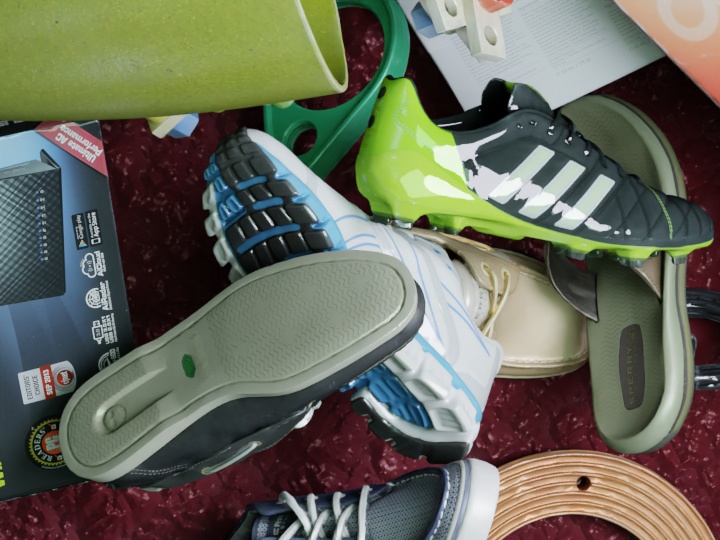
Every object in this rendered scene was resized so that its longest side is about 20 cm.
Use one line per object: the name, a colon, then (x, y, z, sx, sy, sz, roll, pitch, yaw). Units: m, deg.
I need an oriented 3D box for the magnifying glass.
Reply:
magnifying glass: (-0.031, -0.058, 1.439, 0.022, 0.080, 0.200, 40, 66, -54)

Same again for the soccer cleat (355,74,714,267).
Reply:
soccer cleat: (0.093, -0.049, 1.382, 0.200, 0.068, 0.081, 9, 93, -25)

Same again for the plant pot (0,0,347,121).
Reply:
plant pot: (-0.128, -0.144, 1.278, 0.200, 0.187, 0.187, -16, 100, 7)

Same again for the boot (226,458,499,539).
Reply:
boot: (-0.007, 0.140, 1.422, 0.090, 0.200, 0.073, 20, 57, -15)

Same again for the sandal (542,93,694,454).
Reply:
sandal: (0.130, -0.004, 1.463, 0.057, 0.080, 0.201, 11, 61, -34)

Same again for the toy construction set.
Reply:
toy construction set: (-0.020, -0.142, 1.398, 0.092, 0.200, 0.131, 44, 43, -52)

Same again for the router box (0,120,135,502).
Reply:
router box: (-0.194, 0.018, 1.395, 0.150, 0.062, 0.200, -13, 114, -13)

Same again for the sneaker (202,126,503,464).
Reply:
sneaker: (0.000, 0.000, 1.401, 0.200, 0.075, 0.087, 52, 47, -18)

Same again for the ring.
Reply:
ring: (0.111, 0.197, 1.546, 0.200, 0.019, 0.201, -2, 97, -15)

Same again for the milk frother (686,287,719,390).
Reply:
milk frother: (0.240, -0.032, 1.475, 0.200, 0.180, 0.188, -7, 100, -20)

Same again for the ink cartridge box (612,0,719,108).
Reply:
ink cartridge box: (0.242, -0.145, 1.339, 0.162, 0.050, 0.200, 44, 125, -4)

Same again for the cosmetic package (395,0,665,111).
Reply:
cosmetic package: (0.111, -0.175, 1.432, 0.200, 0.052, 0.151, -24, 107, 29)

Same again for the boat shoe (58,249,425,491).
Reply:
boat shoe: (-0.050, 0.051, 1.360, 0.200, 0.072, 0.068, -28, 143, 21)

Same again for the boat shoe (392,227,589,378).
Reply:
boat shoe: (0.043, 0.017, 1.481, 0.200, 0.069, 0.074, 13, 92, -16)
